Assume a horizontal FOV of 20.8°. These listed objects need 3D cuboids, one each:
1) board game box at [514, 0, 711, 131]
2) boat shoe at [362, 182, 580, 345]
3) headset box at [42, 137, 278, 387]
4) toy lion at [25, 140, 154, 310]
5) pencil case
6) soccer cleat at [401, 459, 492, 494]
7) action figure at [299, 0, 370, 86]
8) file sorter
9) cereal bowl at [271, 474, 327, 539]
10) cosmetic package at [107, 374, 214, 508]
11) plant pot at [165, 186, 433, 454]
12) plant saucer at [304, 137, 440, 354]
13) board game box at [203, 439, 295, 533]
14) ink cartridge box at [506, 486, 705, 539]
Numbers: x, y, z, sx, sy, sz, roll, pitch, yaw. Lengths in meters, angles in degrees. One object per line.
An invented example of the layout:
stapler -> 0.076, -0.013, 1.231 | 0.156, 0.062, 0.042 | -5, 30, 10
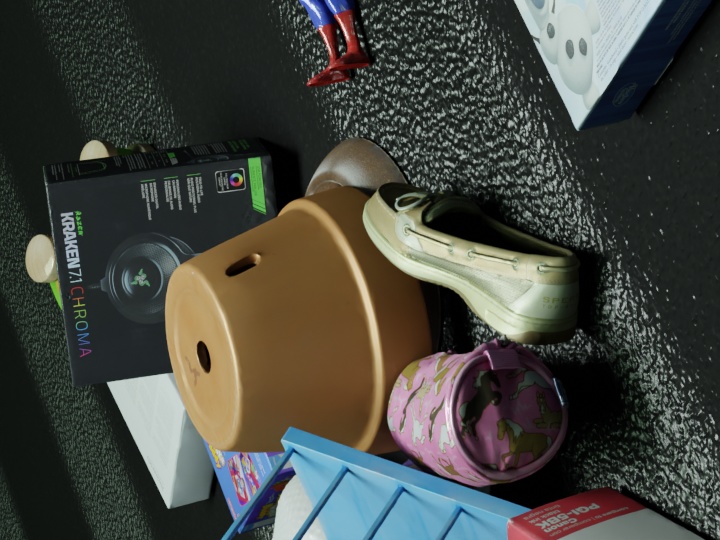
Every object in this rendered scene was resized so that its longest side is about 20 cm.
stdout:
board game box -> 0.133, -0.217, 1.095 | 0.200, 0.043, 0.200 | 66, 153, 21
boat shoe -> 0.073, -0.020, 1.288 | 0.201, 0.073, 0.063 | 40, 129, 49
headset box -> -0.153, -0.009, 1.631 | 0.093, 0.199, 0.175 | -129, 33, -73
toy lion -> -0.222, -0.015, 1.871 | 0.200, 0.068, 0.192 | -54, 52, 29
pencil case -> 0.072, 0.093, 1.279 | 0.083, 0.086, 0.200 | 48, 168, -3
soccer cleat -> 0.044, 0.205, 1.447 | 0.068, 0.073, 0.201 | 54, 146, 40
action figure -> -0.044, -0.241, 1.460 | 0.065, 0.051, 0.201 | 149, 109, -68
file sorter -> 0.020, 0.218, 1.311 | 0.199, 0.123, 0.139 | 15, 145, 32
cereal bowl -> -0.022, 0.250, 1.532 | 0.200, 0.083, 0.201 | 164, 90, -83
cosmetic package -> -0.198, 0.110, 1.945 | 0.200, 0.051, 0.151 | 58, 147, 36
plant pot -> -0.053, 0.049, 1.431 | 0.200, 0.139, 0.201 | 38, 134, 53
plant saucer -> 0.000, 0.000, 1.497 | 0.200, 0.032, 0.201 | 40, 136, 54
board game box -> -0.109, 0.116, 1.764 | 0.201, 0.045, 0.135 | 67, 153, 21
ink cartridge box -> 0.175, 0.235, 1.167 | 0.200, 0.082, 0.148 | 25, 124, 59
